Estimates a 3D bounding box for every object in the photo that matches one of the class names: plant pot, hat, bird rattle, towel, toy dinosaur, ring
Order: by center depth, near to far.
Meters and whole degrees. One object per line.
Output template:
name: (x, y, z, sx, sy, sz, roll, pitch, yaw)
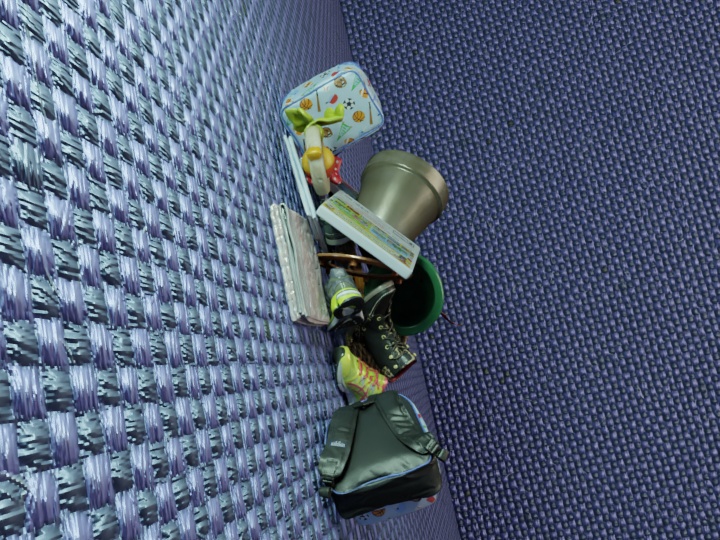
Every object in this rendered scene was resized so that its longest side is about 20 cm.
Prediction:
towel: (-0.100, -0.006, 1.187, 0.191, 0.032, 0.201, 35, 43, -79)
bird rattle: (-0.086, -0.213, 1.315, 0.164, 0.112, 0.201, -93, -176, -47)
ring: (0.000, 0.000, 1.328, 0.200, 0.199, 0.019, 49, 49, -74)
plant pot: (0.065, -0.127, 1.479, 0.174, 0.199, 0.200, -59, 148, -28)
toy dinosaur: (-0.024, -0.016, 1.500, 0.106, 0.060, 0.201, 22, 66, -83)
hat: (0.108, 0.056, 1.502, 0.176, 0.165, 0.201, -9, 80, -79)

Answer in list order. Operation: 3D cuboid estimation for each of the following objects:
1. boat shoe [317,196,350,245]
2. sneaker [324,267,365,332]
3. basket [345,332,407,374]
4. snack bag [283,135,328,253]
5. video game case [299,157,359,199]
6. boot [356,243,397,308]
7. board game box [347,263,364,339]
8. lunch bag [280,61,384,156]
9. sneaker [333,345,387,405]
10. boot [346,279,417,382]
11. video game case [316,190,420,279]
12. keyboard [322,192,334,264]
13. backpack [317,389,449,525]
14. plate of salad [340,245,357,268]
boat shoe: (-0.052, -0.118, 1.397, 0.200, 0.072, 0.062, -102, 180, -63)
sneaker: (-0.033, 0.057, 1.297, 0.200, 0.073, 0.081, 109, -34, -66)
basket: (0.054, 0.151, 1.592, 0.200, 0.148, 0.143, -91, 165, -62)
snack bag: (-0.102, -0.132, 1.329, 0.200, 0.021, 0.189, 77, -5, -66)
video game case: (-0.065, -0.200, 1.528, 0.143, 0.017, 0.200, 40, 11, -2)
boot: (0.037, -0.013, 1.564, 0.199, 0.073, 0.163, -89, 158, -64)
board game box: (-0.012, 0.065, 1.532, 0.200, 0.030, 0.096, -92, -167, -63)
lunch bag: (-0.059, -0.317, 1.414, 0.161, 0.199, 0.076, 55, 16, -32)
sneaker: (0.005, 0.210, 1.351, 0.200, 0.090, 0.078, 67, 14, -45)
boot: (0.053, 0.122, 1.351, 0.151, 0.073, 0.200, 53, -37, 17)
video game case: (0.020, -0.072, 1.291, 0.200, 0.023, 0.182, 36, 18, -1)
keyboard: (-0.076, -0.107, 1.552, 0.104, 0.039, 0.201, 88, 1, -53)
backpack: (0.033, 0.291, 1.099, 0.191, 0.199, 0.155, -104, -179, -55)
plate of salad: (-0.031, -0.091, 1.657, 0.200, 0.048, 0.201, -2, 90, -88)
